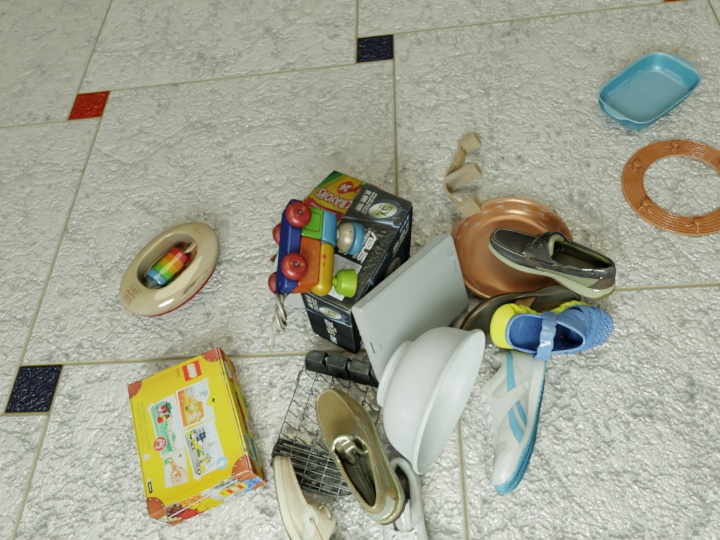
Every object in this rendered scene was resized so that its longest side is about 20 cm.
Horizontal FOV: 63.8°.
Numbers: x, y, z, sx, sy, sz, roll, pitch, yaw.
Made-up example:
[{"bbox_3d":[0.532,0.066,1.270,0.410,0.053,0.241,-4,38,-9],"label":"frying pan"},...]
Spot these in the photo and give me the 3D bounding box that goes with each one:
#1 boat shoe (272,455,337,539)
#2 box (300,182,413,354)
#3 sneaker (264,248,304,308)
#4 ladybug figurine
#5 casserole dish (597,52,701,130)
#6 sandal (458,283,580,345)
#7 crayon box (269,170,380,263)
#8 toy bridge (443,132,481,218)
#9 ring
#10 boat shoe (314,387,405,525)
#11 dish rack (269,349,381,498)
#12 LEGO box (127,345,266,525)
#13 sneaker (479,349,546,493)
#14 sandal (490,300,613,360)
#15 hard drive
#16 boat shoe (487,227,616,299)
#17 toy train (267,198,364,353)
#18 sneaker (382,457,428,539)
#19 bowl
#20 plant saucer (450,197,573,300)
[{"bbox_3d":[-0.061,0.332,0.747,0.064,0.072,0.202,-19,75,-11],"label":"boat shoe"},{"bbox_3d":[0.000,0.000,0.886,0.085,0.164,0.201,24,65,14],"label":"box"},{"bbox_3d":[-0.091,-0.017,0.900,0.073,0.201,0.119,24,67,-4],"label":"sneaker"},{"bbox_3d":[-0.322,0.005,0.994,0.135,0.072,0.200,37,71,25],"label":"ladybug figurine"},{"bbox_3d":[0.528,-0.327,1.067,0.199,0.039,0.121,-36,61,-11],"label":"casserole dish"},{"bbox_3d":[0.238,0.076,0.853,0.198,0.082,0.055,-12,34,-6],"label":"sandal"},{"bbox_3d":[-0.064,-0.078,0.994,0.126,0.051,0.200,27,66,41],"label":"crayon box"},{"bbox_3d":[0.179,-0.165,1.019,0.067,0.027,0.201,-25,37,33],"label":"toy bridge"},{"bbox_3d":[0.544,-0.146,0.970,0.198,0.019,0.202,-4,59,7],"label":"ring"},{"bbox_3d":[-0.011,0.220,0.735,0.072,0.076,0.200,-42,48,1],"label":"boat shoe"},{"bbox_3d":[-0.039,0.218,0.835,0.152,0.055,0.202,10,64,17],"label":"dish rack"},{"bbox_3d":[-0.240,0.236,0.841,0.148,0.077,0.201,-22,58,-4],"label":"LEGO box"},{"bbox_3d":[0.202,0.204,0.795,0.080,0.077,0.201,8,54,22],"label":"sneaker"},{"bbox_3d":[0.280,0.089,0.801,0.198,0.081,0.087,-3,14,-26],"label":"sandal"},{"bbox_3d":[0.080,0.053,0.838,0.026,0.133,0.200,12,40,46],"label":"hard drive"},{"bbox_3d":[0.285,-0.028,0.861,0.199,0.065,0.073,24,51,28],"label":"boat shoe"},{"bbox_3d":[-0.056,0.015,0.747,0.114,0.085,0.202,10,68,-20],"label":"toy train"},{"bbox_3d":[0.053,0.335,0.729,0.074,0.087,0.202,-12,59,1],"label":"sneaker"},{"bbox_3d":[0.084,0.154,0.765,0.090,0.202,0.202,23,66,25],"label":"bowl"},{"bbox_3d":[0.243,-0.029,0.941,0.198,0.038,0.202,-5,59,8],"label":"plant saucer"}]
